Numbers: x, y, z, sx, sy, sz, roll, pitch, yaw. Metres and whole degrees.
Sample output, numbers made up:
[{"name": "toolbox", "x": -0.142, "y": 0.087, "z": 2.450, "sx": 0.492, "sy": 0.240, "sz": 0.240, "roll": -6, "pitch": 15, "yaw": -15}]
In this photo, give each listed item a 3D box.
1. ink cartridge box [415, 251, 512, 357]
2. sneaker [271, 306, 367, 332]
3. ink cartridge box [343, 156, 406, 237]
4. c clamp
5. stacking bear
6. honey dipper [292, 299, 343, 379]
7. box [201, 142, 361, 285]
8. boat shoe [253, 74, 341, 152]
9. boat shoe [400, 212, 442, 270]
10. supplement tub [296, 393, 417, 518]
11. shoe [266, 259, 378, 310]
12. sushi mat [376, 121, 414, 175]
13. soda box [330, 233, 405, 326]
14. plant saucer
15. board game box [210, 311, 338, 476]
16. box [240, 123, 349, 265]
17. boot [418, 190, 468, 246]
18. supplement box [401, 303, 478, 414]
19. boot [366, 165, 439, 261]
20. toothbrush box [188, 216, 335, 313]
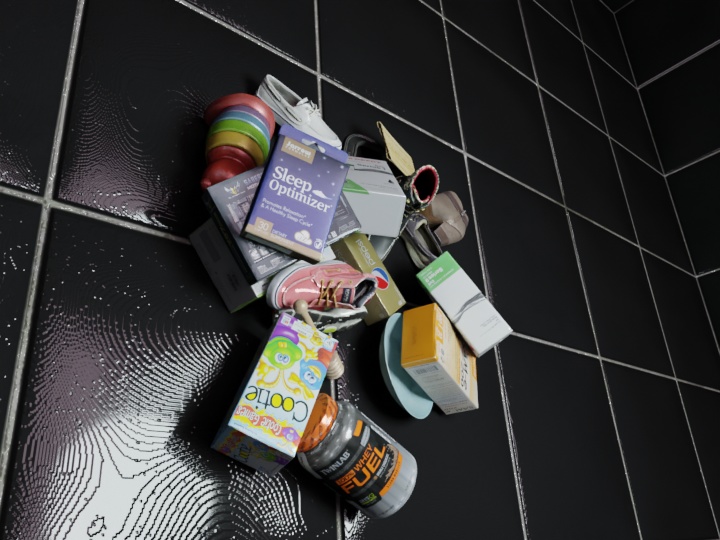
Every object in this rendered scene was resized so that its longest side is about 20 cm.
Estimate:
[{"name": "ink cartridge box", "x": 0.209, "y": 0.073, "z": 1.267, "sx": 0.200, "sy": 0.084, "sz": 0.146, "roll": 52, "pitch": 1, "yaw": 15}, {"name": "sneaker", "x": -0.081, "y": 0.066, "z": 1.097, "sx": 0.200, "sy": 0.077, "sz": 0.085, "roll": 0, "pitch": 49, "yaw": -45}, {"name": "ink cartridge box", "x": -0.011, "y": -0.144, "z": 1.149, "sx": 0.146, "sy": 0.084, "sz": 0.200, "roll": 6, "pitch": 27, "yaw": -13}, {"name": "c clamp", "x": 0.031, "y": -0.206, "z": 1.351, "sx": 0.171, "sy": 0.027, "sz": 0.200, "roll": 14, "pitch": 57, "yaw": -18}, {"name": "stacking bear", "x": -0.213, "y": -0.191, "z": 1.045, "sx": 0.121, "sy": 0.114, "sz": 0.200, "roll": 32, "pitch": 47, "yaw": -29}, {"name": "honey dipper", "x": -0.069, "y": 0.112, "z": 1.015, "sx": 0.200, "sy": 0.038, "sz": 0.038, "roll": 71, "pitch": 26, "yaw": -48}, {"name": "box", "x": -0.119, "y": -0.090, "z": 0.968, "sx": 0.200, "sy": 0.051, "sz": 0.158, "roll": -30, "pitch": 91, "yaw": -27}, {"name": "boat shoe", "x": -0.113, "y": -0.300, "z": 1.198, "sx": 0.200, "sy": 0.066, "sz": 0.072, "roll": 39, "pitch": 34, "yaw": 8}, {"name": "boat shoe", "x": 0.118, "y": -0.095, "z": 1.363, "sx": 0.072, "sy": 0.065, "sz": 0.200, "roll": -23, "pitch": 83, "yaw": -44}, {"name": "supplement tub", "x": -0.015, "y": 0.291, "z": 0.990, "sx": 0.200, "sy": 0.122, "sz": 0.123, "roll": 43, "pitch": 45, "yaw": -20}, {"name": "shoe", "x": -0.056, "y": 0.029, "z": 1.012, "sx": 0.200, "sy": 0.091, "sz": 0.072, "roll": -16, "pitch": 119, "yaw": -54}, {"name": "sushi mat", "x": 0.088, "y": -0.253, "z": 1.398, "sx": 0.200, "sy": 0.012, "sz": 0.096, "roll": 29, "pitch": 44, "yaw": -62}, {"name": "soda box", "x": 0.000, "y": 0.000, "z": 1.197, "sx": 0.064, "sy": 0.068, "sz": 0.200, "roll": -35, "pitch": 95, "yaw": -47}, {"name": "plant saucer", "x": 0.079, "y": 0.182, "z": 1.178, "sx": 0.201, "sy": 0.039, "sz": 0.201, "roll": 41, "pitch": 39, "yaw": -46}, {"name": "board game box", "x": -0.125, "y": 0.183, "z": 0.934, "sx": 0.103, "sy": 0.105, "sz": 0.200, "roll": 29, "pitch": 50, "yaw": -9}, {"name": "box", "x": -0.091, "y": -0.122, "z": 0.943, "sx": 0.121, "sy": 0.032, "sz": 0.200, "roll": 22, "pitch": 68, "yaw": -17}, {"name": "boot", "x": 0.177, "y": -0.150, "z": 1.448, "sx": 0.146, "sy": 0.070, "sz": 0.200, "roll": -43, "pitch": 110, "yaw": -45}, {"name": "supplement box", "x": 0.156, "y": 0.173, "z": 1.206, "sx": 0.200, "sy": 0.073, "sz": 0.126, "roll": 50, "pitch": 33, "yaw": -40}, {"name": "boot", "x": 0.073, "y": -0.110, "z": 1.225, "sx": 0.073, "sy": 0.154, "sz": 0.204, "roll": 29, "pitch": 77, "yaw": -14}, {"name": "toothbrush box", "x": -0.160, "y": -0.039, "z": 1.048, "sx": 0.200, "sy": 0.086, "sz": 0.146, "roll": -28, "pitch": 90, "yaw": -49}]
